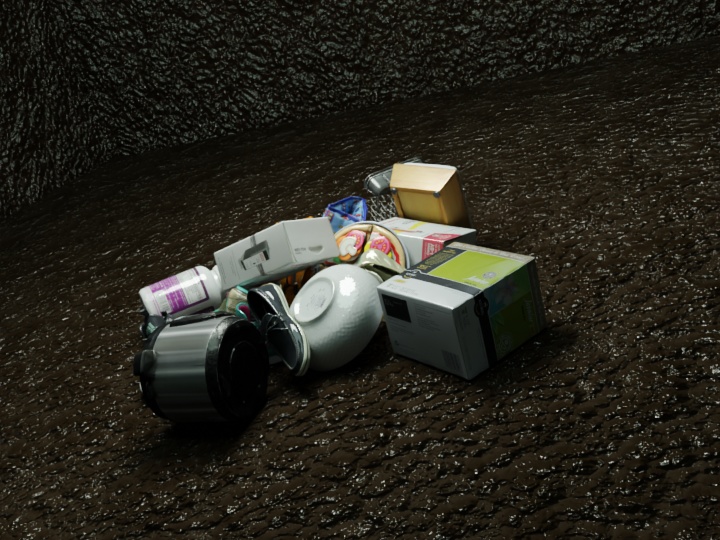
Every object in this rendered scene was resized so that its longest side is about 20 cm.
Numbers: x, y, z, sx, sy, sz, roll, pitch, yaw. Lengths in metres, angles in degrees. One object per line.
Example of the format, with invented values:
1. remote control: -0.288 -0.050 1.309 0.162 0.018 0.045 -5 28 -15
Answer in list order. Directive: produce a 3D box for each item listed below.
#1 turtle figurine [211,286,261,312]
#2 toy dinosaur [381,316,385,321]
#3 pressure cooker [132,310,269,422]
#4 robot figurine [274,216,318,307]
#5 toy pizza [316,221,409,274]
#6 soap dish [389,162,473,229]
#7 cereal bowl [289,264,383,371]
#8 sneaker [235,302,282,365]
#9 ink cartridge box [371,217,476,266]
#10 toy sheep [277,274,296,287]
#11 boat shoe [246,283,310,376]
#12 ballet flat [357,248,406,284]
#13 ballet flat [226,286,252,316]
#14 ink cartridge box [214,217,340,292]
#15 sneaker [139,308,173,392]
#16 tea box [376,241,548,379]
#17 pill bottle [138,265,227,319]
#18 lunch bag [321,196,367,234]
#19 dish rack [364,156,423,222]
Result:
1. turtle figurine: -0.245 0.089 1.696 0.198 0.102 0.150 -25 15 -1
2. toy dinosaur: -0.010 0.085 1.545 0.197 0.059 0.102 -12 54 4
3. pressure cooker: -0.275 0.167 1.407 0.197 0.178 0.179 -6 31 26
4. robot figurine: -0.130 -0.004 1.747 0.143 0.203 0.058 -7 -12 34
5. toy pizza: 0.000 0.000 1.626 0.197 0.203 0.032 -8 -15 21
6. soap dish: 0.151 -0.127 1.782 0.156 0.202 0.081 11 45 36
7. cereal bowl: -0.059 0.071 1.490 0.198 0.083 0.202 -27 41 26
8. sneaker: -0.221 0.125 1.544 0.197 0.122 0.084 -18 21 -5
9. ink cartridge box: 0.114 -0.046 1.691 0.198 0.085 0.144 11 17 33
10. toy sheep: -0.186 -0.013 1.862 0.136 0.139 0.202 -17 50 -3
11. boat shoe: -0.145 0.102 1.456 0.062 0.075 0.201 2 44 -37
12. ballet flat: 0.076 0.031 1.546 0.198 0.070 0.069 30 39 16
13. ballet flat: -0.166 0.095 1.615 0.198 0.076 0.068 20 3 -14
14. ink cartridge box: -0.162 -0.032 1.632 0.198 0.084 0.146 -21 -6 36
15. sneaker: -0.393 0.142 1.599 0.077 0.142 0.200 -14 21 3
16. tea box: 0.170 0.060 1.404 0.195 0.135 0.199 -29 25 -28
17. pill bottle: -0.373 0.058 1.835 0.198 0.114 0.112 -23 22 -18
18. lunch bag: -0.047 -0.084 1.894 0.093 0.152 0.200 26 19 -1
19. dish rack: 0.083 -0.144 1.892 0.152 0.202 0.055 -22 50 -21
